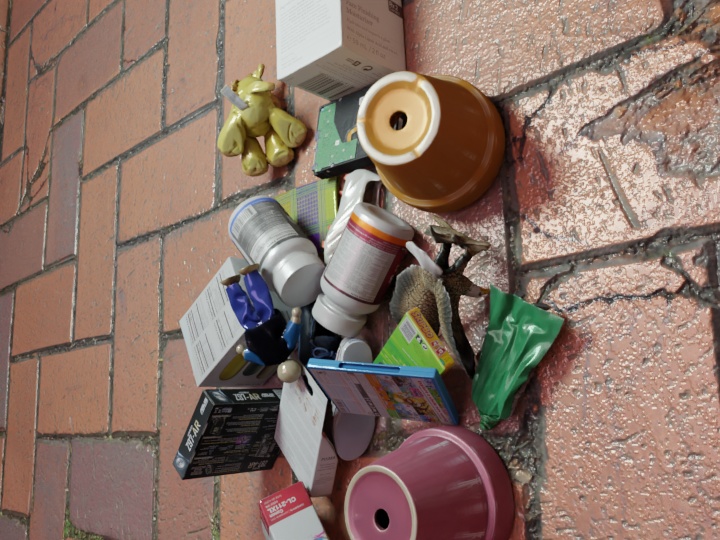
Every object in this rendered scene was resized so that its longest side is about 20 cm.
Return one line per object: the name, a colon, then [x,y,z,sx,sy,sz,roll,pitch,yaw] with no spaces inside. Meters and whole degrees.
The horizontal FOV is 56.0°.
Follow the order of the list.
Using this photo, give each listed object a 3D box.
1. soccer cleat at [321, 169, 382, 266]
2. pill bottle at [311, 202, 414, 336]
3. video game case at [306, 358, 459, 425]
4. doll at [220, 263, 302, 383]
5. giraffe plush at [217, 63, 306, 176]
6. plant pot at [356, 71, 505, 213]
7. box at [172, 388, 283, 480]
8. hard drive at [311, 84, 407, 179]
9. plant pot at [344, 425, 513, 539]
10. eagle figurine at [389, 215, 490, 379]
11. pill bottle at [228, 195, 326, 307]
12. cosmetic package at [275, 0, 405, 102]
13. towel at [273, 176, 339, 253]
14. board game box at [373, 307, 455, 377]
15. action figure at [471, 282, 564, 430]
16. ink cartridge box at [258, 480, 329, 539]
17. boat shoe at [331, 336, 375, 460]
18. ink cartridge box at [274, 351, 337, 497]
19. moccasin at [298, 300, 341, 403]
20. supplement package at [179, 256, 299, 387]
soccer cleat: [-0.012,-0.075,1.168,0.077,0.069,0.203,16,92,41]
pill bottle: [0.000,0.000,1.112,0.109,0.109,0.202,40,111,40]
video game case: [0.035,0.179,0.998,0.198,0.144,0.018,1,52,25]
doll: [-0.152,0.091,1.111,0.135,0.048,0.202,-27,86,17]
giraffe plush: [-0.211,-0.315,1.348,0.171,0.201,0.163,-24,37,7]
plant pot: [0.088,-0.195,0.969,0.198,0.183,0.203,-2,85,27]
box: [-0.217,0.291,1.218,0.043,0.199,0.162,39,111,40]
hard drive: [-0.001,-0.247,1.186,0.198,0.038,0.142,-10,67,41]
plant pot: [0.083,0.322,0.930,0.198,0.178,0.203,-7,80,42]
eagle figurine: [0.120,0.041,0.971,0.149,0.152,0.202,17,105,4]
pill bottle: [-0.144,-0.034,1.196,0.200,0.113,0.114,49,116,36]
cosmetic package: [-0.036,-0.425,1.175,0.164,0.164,0.203,-12,77,42]
towel: [-0.109,-0.092,1.296,0.199,0.023,0.146,-16,72,41]
board game box: [0.072,0.142,1.012,0.096,0.030,0.201,56,149,18]
action figure: [0.201,0.132,0.934,0.118,0.054,0.202,31,112,41]
ink cartridge box: [-0.090,0.473,1.101,0.201,0.082,0.147,57,157,34]
boat shoe: [-0.014,0.211,1.132,0.065,0.073,0.203,-161,77,-72]
ink cartridge box: [-0.087,0.255,1.154,0.162,0.056,0.202,43,125,50]
moccasin: [-0.070,0.128,1.180,0.068,0.080,0.202,-32,63,42]
supplement package: [-0.216,0.103,1.277,0.200,0.151,0.152,-46,54,30]
